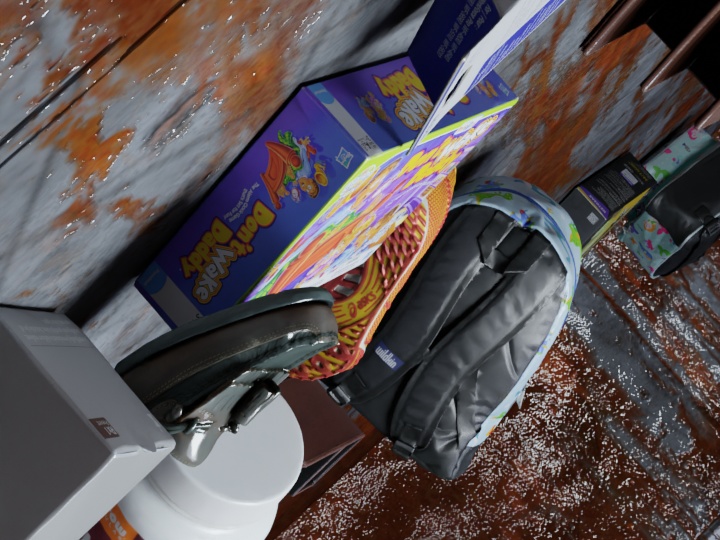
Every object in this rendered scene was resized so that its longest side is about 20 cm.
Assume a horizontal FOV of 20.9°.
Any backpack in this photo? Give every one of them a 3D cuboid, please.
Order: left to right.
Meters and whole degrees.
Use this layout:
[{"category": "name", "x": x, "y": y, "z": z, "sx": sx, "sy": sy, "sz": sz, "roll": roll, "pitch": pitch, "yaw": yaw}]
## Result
[{"category": "backpack", "x": 0.075, "y": 0.023, "z": 1.440, "sx": 0.201, "sy": 0.163, "sz": 0.154, "roll": -56, "pitch": 174, "yaw": 36}, {"category": "backpack", "x": 0.424, "y": -0.086, "z": 2.580, "sx": 0.177, "sy": 0.151, "sz": 0.200, "roll": -37, "pitch": 164, "yaw": -17}]

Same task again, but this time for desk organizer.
[{"category": "desk organizer", "x": -0.065, "y": 0.135, "z": 1.554, "sx": 0.072, "sy": 0.077, "sz": 0.200, "roll": -44, "pitch": 172, "yaw": 11}]

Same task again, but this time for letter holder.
[{"category": "letter holder", "x": 0.266, "y": -0.196, "z": 1.352, "sx": 0.200, "sy": 0.101, "sz": 0.142, "roll": -48, "pitch": 169, "yaw": 35}]

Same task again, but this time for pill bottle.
[{"category": "pill bottle", "x": -0.120, "y": 0.150, "z": 1.212, "sx": 0.114, "sy": 0.114, "sz": 0.200, "roll": -35, "pitch": 169, "yaw": -45}]

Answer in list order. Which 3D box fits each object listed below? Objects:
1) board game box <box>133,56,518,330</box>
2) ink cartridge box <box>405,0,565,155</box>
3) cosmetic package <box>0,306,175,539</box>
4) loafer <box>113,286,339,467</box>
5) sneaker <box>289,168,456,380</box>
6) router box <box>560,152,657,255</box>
[{"category": "board game box", "x": -0.012, "y": -0.042, "z": 0.968, "sx": 0.135, "sy": 0.045, "sz": 0.200, "roll": -47, "pitch": 172, "yaw": 26}, {"category": "ink cartridge box", "x": 0.083, "y": -0.143, "z": 0.882, "sx": 0.200, "sy": 0.039, "sz": 0.100, "roll": -45, "pitch": 175, "yaw": -26}, {"category": "cosmetic package", "x": -0.180, "y": 0.111, "z": 0.804, "sx": 0.200, "sy": 0.090, "sz": 0.107, "roll": -46, "pitch": 172, "yaw": 2}, {"category": "loafer", "x": -0.092, "y": 0.071, "z": 0.882, "sx": 0.198, "sy": 0.063, "sz": 0.072, "roll": -24, "pitch": 164, "yaw": 17}, {"category": "sneaker", "x": 0.000, "y": 0.000, "z": 1.180, "sx": 0.200, "sy": 0.073, "sz": 0.077, "roll": -46, "pitch": -178, "yaw": 42}, {"category": "router box", "x": 0.238, "y": -0.037, "z": 2.264, "sx": 0.200, "sy": 0.052, "sz": 0.157, "roll": -48, "pitch": 171, "yaw": 35}]
